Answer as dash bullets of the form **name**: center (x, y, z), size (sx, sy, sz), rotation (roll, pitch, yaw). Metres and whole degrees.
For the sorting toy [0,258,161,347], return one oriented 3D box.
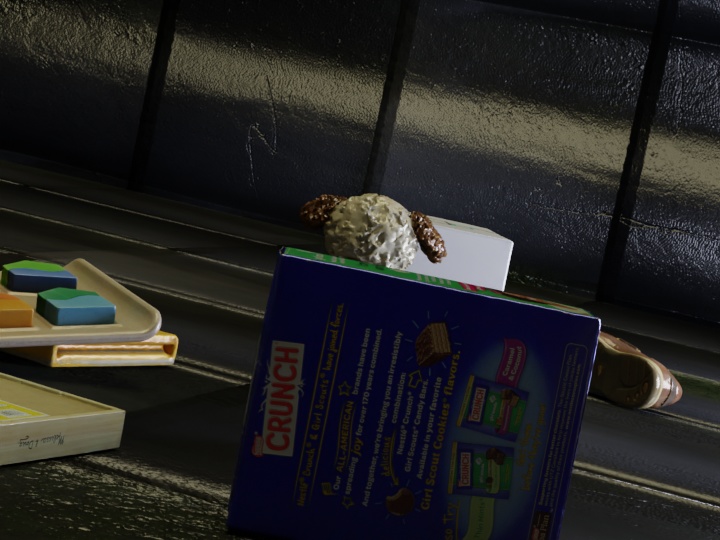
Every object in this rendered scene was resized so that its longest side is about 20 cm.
- **sorting toy**: center (-0.289, 0.024, 1.553), size (0.199, 0.037, 0.185), rotation (-6, 20, -31)

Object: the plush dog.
- **plush dog**: center (0.000, 0.000, 2.068), size (0.198, 0.173, 0.160), rotation (13, 5, 5)

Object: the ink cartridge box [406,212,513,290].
- **ink cartridge box**: center (0.091, 0.013, 2.308), size (0.145, 0.148, 0.200), rotation (11, 4, -5)

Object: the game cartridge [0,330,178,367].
- **game cartridge**: center (-0.289, 0.046, 1.656), size (0.199, 0.033, 0.176), rotation (16, 6, 29)

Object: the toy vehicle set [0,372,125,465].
- **toy vehicle set**: center (-0.256, 0.093, 1.213), size (0.123, 0.027, 0.200), rotation (14, 5, 24)

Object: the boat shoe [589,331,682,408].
- **boat shoe**: center (0.285, 0.112, 2.150), size (0.067, 0.073, 0.200), rotation (15, 8, -39)

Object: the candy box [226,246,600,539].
- **candy box**: center (0.030, 0.088, 1.145), size (0.198, 0.170, 0.077), rotation (12, 1, -3)
